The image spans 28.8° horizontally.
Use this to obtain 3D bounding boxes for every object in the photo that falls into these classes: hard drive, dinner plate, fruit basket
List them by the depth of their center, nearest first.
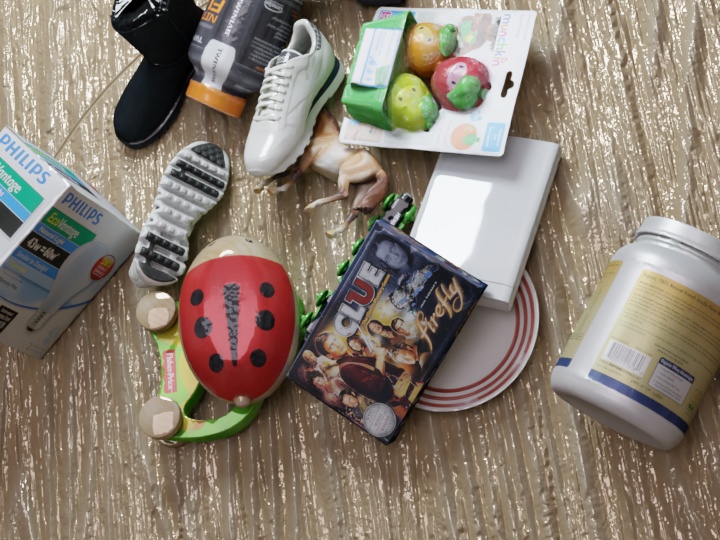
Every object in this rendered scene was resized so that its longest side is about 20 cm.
[{"bbox_3d":[0.099,0.058,1.535,0.199,0.024,0.201,-6,70,16],"label":"dinner plate"},{"bbox_3d":[0.130,-0.060,1.541,0.132,0.027,0.200,11,65,21],"label":"hard drive"},{"bbox_3d":[0.084,-0.220,1.581,0.199,0.094,0.186,5,70,30],"label":"fruit basket"}]

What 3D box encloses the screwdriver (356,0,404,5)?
[{"bbox_3d":[-0.040,-0.342,1.709,0.199,0.028,0.029,10,105,18],"label":"screwdriver"}]

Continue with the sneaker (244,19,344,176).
[{"bbox_3d":[-0.090,-0.197,1.622,0.076,0.081,0.200,5,56,29],"label":"sneaker"}]

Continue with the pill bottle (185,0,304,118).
[{"bbox_3d":[-0.139,-0.286,1.673,0.106,0.106,0.201,26,95,24],"label":"pill bottle"}]

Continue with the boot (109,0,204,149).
[{"bbox_3d":[-0.260,-0.260,1.682,0.076,0.168,0.200,34,86,25],"label":"boot"}]

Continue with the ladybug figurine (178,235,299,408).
[{"bbox_3d":[-0.135,0.050,1.541,0.135,0.072,0.201,-9,71,0],"label":"ladybug figurine"}]

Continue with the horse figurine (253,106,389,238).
[{"bbox_3d":[-0.032,-0.112,1.609,0.133,0.050,0.200,-43,48,-20],"label":"horse figurine"}]

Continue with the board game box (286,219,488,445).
[{"bbox_3d":[0.026,0.065,1.495,0.135,0.035,0.200,32,101,13],"label":"board game box"}]

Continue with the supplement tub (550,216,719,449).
[{"bbox_3d":[0.293,0.061,1.400,0.144,0.144,0.200,26,83,24],"label":"supplement tub"}]

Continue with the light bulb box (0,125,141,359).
[{"bbox_3d":[-0.391,-0.028,1.633,0.125,0.198,0.200,40,89,23],"label":"light bulb box"}]

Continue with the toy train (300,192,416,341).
[{"bbox_3d":[0.000,0.000,1.569,0.042,0.056,0.200,34,85,13],"label":"toy train"}]

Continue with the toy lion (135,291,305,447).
[{"bbox_3d":[-0.153,0.091,1.594,0.191,0.069,0.201,-7,70,8],"label":"toy lion"}]

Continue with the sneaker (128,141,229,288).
[{"bbox_3d":[-0.220,-0.066,1.659,0.075,0.081,0.200,32,64,-13],"label":"sneaker"}]
